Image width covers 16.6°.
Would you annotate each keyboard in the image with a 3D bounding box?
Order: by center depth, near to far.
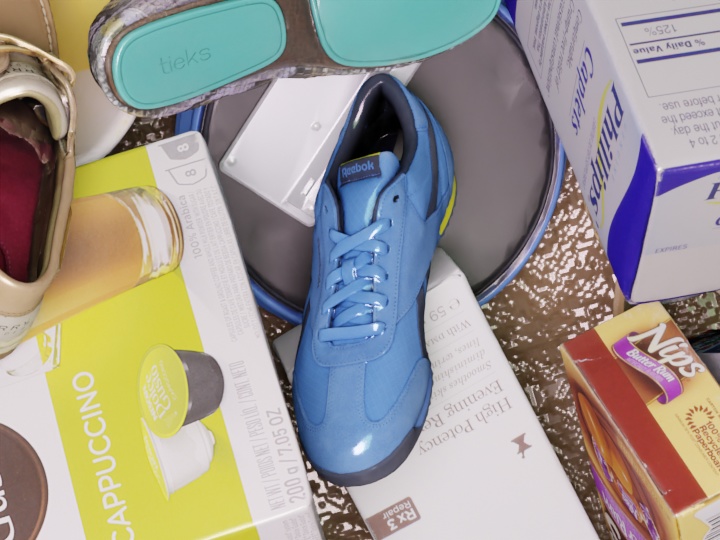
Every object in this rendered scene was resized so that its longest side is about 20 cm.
[{"bbox_3d":[0.008,-0.118,1.188,0.056,0.011,0.201,33,97,-8],"label":"keyboard"}]

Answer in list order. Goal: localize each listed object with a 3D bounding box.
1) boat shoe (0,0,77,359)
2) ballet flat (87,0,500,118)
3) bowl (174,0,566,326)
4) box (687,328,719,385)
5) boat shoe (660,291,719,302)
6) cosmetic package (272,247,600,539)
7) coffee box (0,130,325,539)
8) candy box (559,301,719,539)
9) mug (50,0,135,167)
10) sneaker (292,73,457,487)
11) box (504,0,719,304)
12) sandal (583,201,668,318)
[{"bbox_3d":[-0.149,-0.063,1.050,0.074,0.066,0.202,11,61,-32],"label":"boat shoe"},{"bbox_3d":[-0.035,-0.122,1.143,0.199,0.072,0.073,-15,90,-19],"label":"ballet flat"},{"bbox_3d":[0.007,-0.061,1.225,0.199,0.039,0.202,-2,103,-7],"label":"bowl"},{"bbox_3d":[0.198,0.096,1.178,0.037,0.200,0.138,-21,90,-6],"label":"box"},{"bbox_3d":[0.202,-0.017,1.206,0.199,0.071,0.063,-22,123,-36],"label":"boat shoe"},{"bbox_3d":[0.046,0.102,1.210,0.101,0.074,0.201,-29,103,-1],"label":"cosmetic package"},{"bbox_3d":[-0.125,0.096,1.122,0.196,0.200,0.201,-17,58,-3],"label":"coffee box"},{"bbox_3d":[0.156,0.123,1.164,0.056,0.201,0.117,-26,46,-5],"label":"candy box"},{"bbox_3d":[-0.187,-0.102,1.183,0.186,0.153,0.150,-25,93,-37],"label":"mug"},{"bbox_3d":[0.000,0.000,1.123,0.065,0.079,0.201,-2,53,18],"label":"sneaker"},{"bbox_3d":[0.180,-0.104,1.132,0.182,0.105,0.201,-10,55,-12],"label":"box"},{"bbox_3d":[0.140,-0.070,1.257,0.069,0.078,0.213,13,80,28],"label":"sandal"}]
